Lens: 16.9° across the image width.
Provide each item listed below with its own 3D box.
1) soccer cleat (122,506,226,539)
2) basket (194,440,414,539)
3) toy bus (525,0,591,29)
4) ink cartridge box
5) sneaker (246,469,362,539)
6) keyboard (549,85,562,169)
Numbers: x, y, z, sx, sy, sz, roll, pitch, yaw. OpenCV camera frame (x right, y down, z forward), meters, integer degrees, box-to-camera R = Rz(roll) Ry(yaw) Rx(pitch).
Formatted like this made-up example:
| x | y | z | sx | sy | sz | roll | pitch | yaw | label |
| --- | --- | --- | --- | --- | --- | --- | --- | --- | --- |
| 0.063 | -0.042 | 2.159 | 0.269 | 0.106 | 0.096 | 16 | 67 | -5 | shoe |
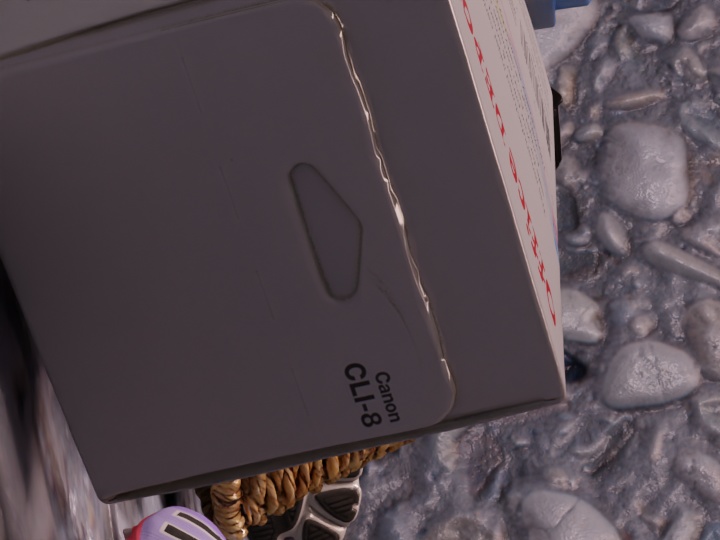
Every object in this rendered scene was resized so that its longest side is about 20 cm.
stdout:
| x | y | z | sx | sy | sz | roll | pitch | yaw | label |
| --- | --- | --- | --- | --- | --- | --- | --- | --- | --- |
| -0.045 | 0.126 | 0.790 | 0.200 | 0.076 | 0.067 | -95 | 176 | -78 | soccer cleat |
| -0.054 | -0.005 | 1.114 | 0.142 | 0.149 | 0.201 | 27 | -51 | 37 | basket |
| 0.008 | -0.146 | 0.959 | 0.136 | 0.191 | 0.201 | 79 | 1 | -50 | toy bus |
| -0.024 | -0.053 | 0.733 | 0.200 | 0.144 | 0.146 | -86 | 160 | -62 | ink cartridge box |
| -0.048 | 0.075 | 1.450 | 0.083 | 0.080 | 0.201 | 152 | -72 | -85 | sneaker |
| 0.000 | 0.000 | 0.913 | 0.021 | 0.200 | 0.127 | 45 | -8 | 15 | keyboard |
